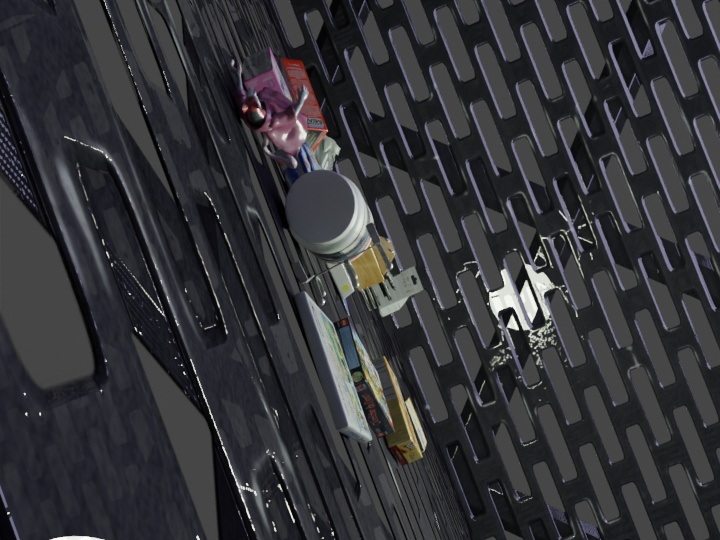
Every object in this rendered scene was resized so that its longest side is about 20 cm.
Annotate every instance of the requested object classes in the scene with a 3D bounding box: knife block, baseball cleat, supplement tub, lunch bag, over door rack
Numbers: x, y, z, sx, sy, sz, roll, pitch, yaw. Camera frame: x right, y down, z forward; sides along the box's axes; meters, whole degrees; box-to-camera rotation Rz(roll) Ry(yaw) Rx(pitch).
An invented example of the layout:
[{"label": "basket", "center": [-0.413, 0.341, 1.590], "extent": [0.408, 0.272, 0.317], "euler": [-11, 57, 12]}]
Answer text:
[{"label": "knife block", "center": [0.000, 0.000, 1.700], "extent": [0.197, 0.177, 0.064], "euler": [18, 27, -21]}, {"label": "baseball cleat", "center": [-0.103, -0.342, 2.301], "extent": [0.070, 0.105, 0.204], "euler": [-122, -168, -81]}, {"label": "supplement tub", "center": [-0.054, -0.093, 1.289], "extent": [0.200, 0.138, 0.143], "euler": [44, 24, -79]}, {"label": "lunch bag", "center": [-0.105, -0.160, 1.470], "extent": [0.160, 0.074, 0.203], "euler": [-54, 121, -83]}, {"label": "over door rack", "center": [-0.023, -0.003, 1.214], "extent": [0.068, 0.146, 0.200], "euler": [62, 2, 9]}]

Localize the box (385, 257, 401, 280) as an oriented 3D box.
[{"label": "box", "center": [0.045, -0.020, 2.326], "extent": [0.200, 0.146, 0.109], "euler": [-75, 143, -83]}]

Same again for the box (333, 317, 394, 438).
[{"label": "box", "center": [0.005, 0.198, 1.310], "extent": [0.201, 0.037, 0.138], "euler": [65, 5, -49]}]

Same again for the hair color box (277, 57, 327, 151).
[{"label": "hair color box", "center": [-0.150, -0.364, 1.632], "extent": [0.111, 0.063, 0.203], "euler": [-45, -124, 47]}]

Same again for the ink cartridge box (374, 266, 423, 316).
[{"label": "ink cartridge box", "center": [0.154, 0.085, 2.943], "extent": [0.164, 0.197, 0.058], "euler": [-108, 176, -50]}]

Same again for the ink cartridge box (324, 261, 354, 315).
[{"label": "ink cartridge box", "center": [-0.056, -0.030, 1.693], "extent": [0.199, 0.046, 0.202], "euler": [-105, 171, -62]}]

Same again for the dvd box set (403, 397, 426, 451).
[{"label": "dvd box set", "center": [0.154, 0.455, 2.131], "extent": [0.200, 0.029, 0.149], "euler": [40, 29, -81]}]

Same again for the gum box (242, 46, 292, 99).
[{"label": "gum box", "center": [-0.189, -0.374, 1.479], "extent": [0.201, 0.065, 0.115], "euler": [-106, 173, -59]}]

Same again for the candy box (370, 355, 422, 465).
[{"label": "candy box", "center": [0.069, 0.300, 1.546], "extent": [0.116, 0.054, 0.202], "euler": [64, 6, -53]}]

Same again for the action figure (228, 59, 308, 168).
[{"label": "action figure", "center": [-0.165, -0.258, 1.210], "extent": [0.200, 0.132, 0.151], "euler": [-37, 148, -74]}]

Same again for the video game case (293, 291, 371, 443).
[{"label": "video game case", "center": [-0.039, 0.149, 1.068], "extent": [0.183, 0.022, 0.203], "euler": [60, 9, -68]}]
